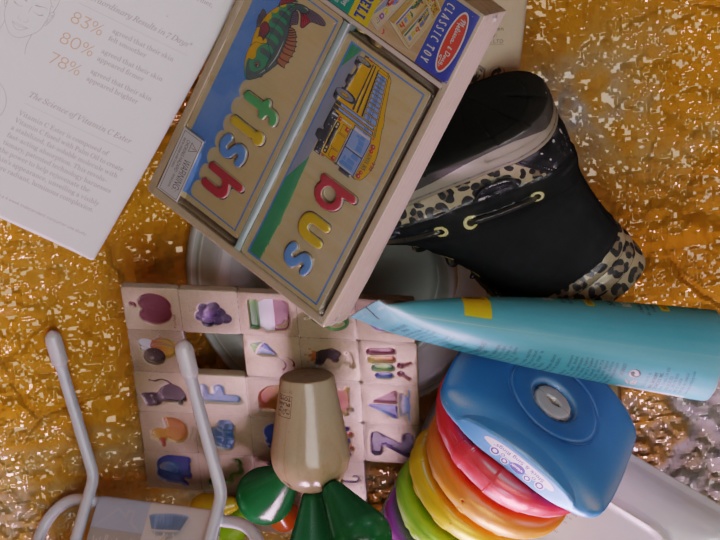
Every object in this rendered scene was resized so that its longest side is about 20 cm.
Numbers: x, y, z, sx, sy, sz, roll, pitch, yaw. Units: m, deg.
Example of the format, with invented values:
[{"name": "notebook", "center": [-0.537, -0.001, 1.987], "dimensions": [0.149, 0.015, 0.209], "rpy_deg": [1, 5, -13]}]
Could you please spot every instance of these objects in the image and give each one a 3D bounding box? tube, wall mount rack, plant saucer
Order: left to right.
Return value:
[{"name": "wall mount rack", "center": [-0.137, 0.130, 1.664], "dimensions": [0.074, 0.199, 0.175], "rpy_deg": [25, 74, -44]}, {"name": "plant saucer", "center": [0.000, 0.000, 1.690], "dimensions": [0.199, 0.050, 0.201], "rpy_deg": [-4, 114, -8]}, {"name": "tube", "center": [0.098, 0.035, 1.598], "dimensions": [0.199, 0.077, 0.051], "rpy_deg": [7, 76, -11]}]

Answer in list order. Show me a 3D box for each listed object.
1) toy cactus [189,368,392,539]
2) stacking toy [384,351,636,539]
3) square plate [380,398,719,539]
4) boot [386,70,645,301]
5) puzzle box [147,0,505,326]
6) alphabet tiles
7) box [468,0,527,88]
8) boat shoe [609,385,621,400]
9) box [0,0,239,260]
[{"name": "toy cactus", "center": [-0.036, 0.140, 1.663], "dimensions": [0.102, 0.200, 0.166], "rpy_deg": [-9, 105, -25]}, {"name": "stacking toy", "center": [0.055, 0.134, 1.672], "dimensions": [0.116, 0.110, 0.200], "rpy_deg": [38, 125, -3]}, {"name": "square plate", "center": [0.098, 0.182, 1.727], "dimensions": [0.199, 0.028, 0.199], "rpy_deg": [31, 111, 9]}, {"name": "boot", "center": [0.045, -0.016, 1.620], "dimensions": [0.203, 0.074, 0.154], "rpy_deg": [-22, 133, 20]}, {"name": "puzzle box", "center": [-0.021, -0.087, 1.529], "dimensions": [0.133, 0.025, 0.201], "rpy_deg": [36, 117, 19]}, {"name": "alphabet tiles", "center": [-0.047, 0.084, 1.693], "dimensions": [0.166, 0.008, 0.201], "rpy_deg": [3, 134, 6]}, {"name": "box", "center": [0.050, -0.205, 1.584], "dimensions": [0.077, 0.095, 0.201], "rpy_deg": [1, 115, -11]}, {"name": "boat shoe", "center": [0.100, 0.136, 1.758], "dimensions": [0.072, 0.072, 0.201], "rpy_deg": [12, 117, -16]}, {"name": "box", "center": [-0.155, -0.130, 1.579], "dimensions": [0.124, 0.098, 0.201], "rpy_deg": [25, 108, -19]}]
